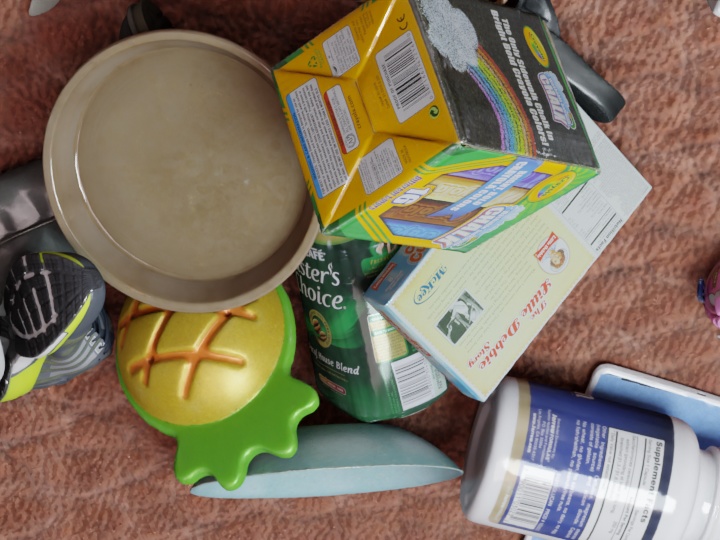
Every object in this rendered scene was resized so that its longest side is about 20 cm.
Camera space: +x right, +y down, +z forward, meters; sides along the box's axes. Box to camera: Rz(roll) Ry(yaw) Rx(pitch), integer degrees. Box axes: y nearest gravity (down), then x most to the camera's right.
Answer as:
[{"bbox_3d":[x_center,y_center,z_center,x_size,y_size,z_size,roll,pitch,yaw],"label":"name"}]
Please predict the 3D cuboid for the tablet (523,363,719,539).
[{"bbox_3d":[0.207,0.173,1.736,0.130,0.014,0.200,17,113,-7],"label":"tablet"}]

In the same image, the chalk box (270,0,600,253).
[{"bbox_3d":[0.062,-0.094,1.470,0.124,0.200,0.125,-31,66,32],"label":"chalk box"}]

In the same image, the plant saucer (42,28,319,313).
[{"bbox_3d":[-0.118,-0.069,1.536,0.200,0.029,0.201,4,110,11],"label":"plant saucer"}]

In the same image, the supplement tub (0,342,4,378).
[{"bbox_3d":[-0.364,0.048,1.572,0.200,0.145,0.145,-22,114,-17],"label":"supplement tub"}]

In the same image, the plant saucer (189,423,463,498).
[{"bbox_3d":[-0.025,0.137,1.646,0.200,0.201,0.039,-4,80,1],"label":"plant saucer"}]

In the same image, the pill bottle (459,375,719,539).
[{"bbox_3d":[0.182,0.152,1.659,0.200,0.111,0.111,14,113,-6],"label":"pill bottle"}]

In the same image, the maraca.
[{"bbox_3d":[-0.104,0.066,1.602,0.137,0.200,0.107,-33,143,7],"label":"maraca"}]

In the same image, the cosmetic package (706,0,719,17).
[{"bbox_3d":[0.337,-0.237,1.475,0.165,0.165,0.200,28,111,-12],"label":"cosmetic package"}]

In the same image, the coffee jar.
[{"bbox_3d":[0.000,0.000,1.609,0.085,0.104,0.200,-20,114,-22],"label":"coffee jar"}]

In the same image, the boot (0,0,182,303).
[{"bbox_3d":[-0.202,-0.080,1.603,0.200,0.073,0.182,-16,111,14],"label":"boot"}]

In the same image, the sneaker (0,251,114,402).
[{"bbox_3d":[-0.211,0.034,1.606,0.081,0.200,0.074,-9,76,-26],"label":"sneaker"}]

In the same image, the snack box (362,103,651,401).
[{"bbox_3d":[0.104,-0.021,1.581,0.200,0.037,0.116,-51,121,-9],"label":"snack box"}]

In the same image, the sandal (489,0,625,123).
[{"bbox_3d":[0.109,-0.179,1.561,0.200,0.075,0.048,38,83,-22],"label":"sandal"}]

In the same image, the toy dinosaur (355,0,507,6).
[{"bbox_3d":[0.032,-0.151,1.540,0.200,0.106,0.060,-25,114,19],"label":"toy dinosaur"}]

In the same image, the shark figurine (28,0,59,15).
[{"bbox_3d":[-0.250,-0.194,1.537,0.214,0.090,0.128,-33,108,11],"label":"shark figurine"}]

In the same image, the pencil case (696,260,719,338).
[{"bbox_3d":[0.336,0.061,1.650,0.087,0.083,0.200,-43,108,15],"label":"pencil case"}]
